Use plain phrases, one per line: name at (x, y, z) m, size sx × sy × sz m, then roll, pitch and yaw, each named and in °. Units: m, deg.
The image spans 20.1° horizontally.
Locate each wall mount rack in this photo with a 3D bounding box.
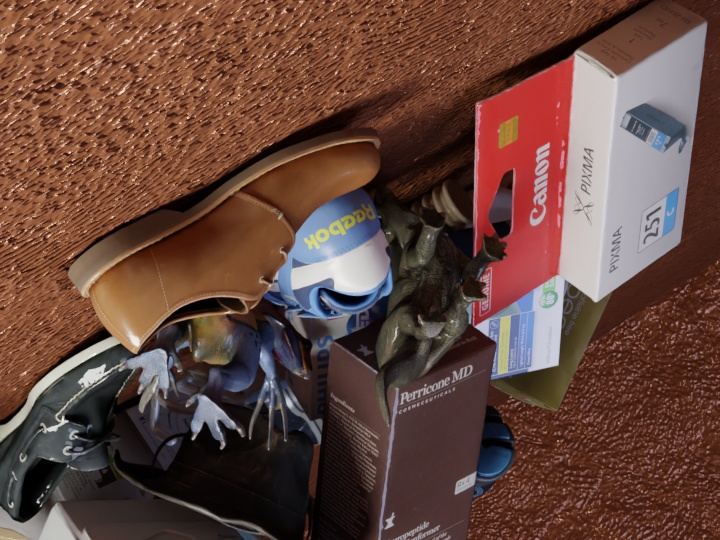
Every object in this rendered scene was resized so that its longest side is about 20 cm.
wall mount rack at (-0.057, 0.111, 1.539) m, size 0.199 × 0.173 × 0.075 m, roll -22°, pitch 123°, yaw -48°

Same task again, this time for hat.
hat at (-0.074, 0.138, 1.385) m, size 0.081 × 0.199 × 0.201 m, roll -62°, pitch 172°, yaw -6°

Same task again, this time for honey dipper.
honey dipper at (0.000, 0.000, 1.526) m, size 0.199 × 0.038 × 0.038 m, roll -35°, pitch 170°, yaw 24°

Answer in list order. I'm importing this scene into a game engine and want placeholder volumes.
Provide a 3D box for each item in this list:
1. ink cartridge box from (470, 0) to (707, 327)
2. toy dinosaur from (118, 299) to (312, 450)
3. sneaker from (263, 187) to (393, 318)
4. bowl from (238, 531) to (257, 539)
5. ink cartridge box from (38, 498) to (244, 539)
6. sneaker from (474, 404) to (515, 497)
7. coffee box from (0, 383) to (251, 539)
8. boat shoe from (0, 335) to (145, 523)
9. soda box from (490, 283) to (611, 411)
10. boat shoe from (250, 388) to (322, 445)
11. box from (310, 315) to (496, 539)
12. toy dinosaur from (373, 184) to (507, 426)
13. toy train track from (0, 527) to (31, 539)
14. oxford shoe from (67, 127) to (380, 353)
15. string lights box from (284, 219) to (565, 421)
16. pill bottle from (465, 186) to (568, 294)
ink cartridge box at (0.153, -0.062, 1.379) m, size 0.176 × 0.045 × 0.201 m, roll -32°, pitch 140°, yaw -29°
toy dinosaur at (-0.072, 0.043, 1.304) m, size 0.201 × 0.104 × 0.182 m, roll -66°, pitch 172°, yaw 32°
sneaker at (-0.026, -0.001, 1.308) m, size 0.074 × 0.083 × 0.200 m, roll -31°, pitch 173°, yaw -13°
bowl at (-0.155, 0.254, 1.619) m, size 0.200 × 0.106 × 0.201 m, roll -29°, pitch 174°, yaw -4°
ink cartridge box at (-0.161, 0.281, 1.438) m, size 0.144 × 0.145 × 0.201 m, roll 3°, pitch 120°, yaw -42°
sneaker at (0.039, 0.089, 1.562) m, size 0.073 × 0.201 × 0.082 m, roll -24°, pitch 162°, yaw -24°
coffee box at (-0.183, 0.160, 1.600) m, size 0.199 × 0.080 × 0.113 m, roll -23°, pitch 168°, yaw -42°
boat shoe at (-0.195, 0.109, 1.361) m, size 0.199 × 0.066 × 0.074 m, roll -40°, pitch 166°, yaw 34°
soda box at (0.167, 0.011, 1.686) m, size 0.201 × 0.064 × 0.068 m, roll -65°, pitch -163°, yaw -5°
boat shoe at (-0.072, 0.119, 1.784) m, size 0.062 × 0.075 × 0.200 m, roll -27°, pitch 165°, yaw 2°
box at (0.028, 0.132, 1.429) m, size 0.100 × 0.075 × 0.202 m, roll -21°, pitch 128°, yaw -37°
toy dinosaur at (0.042, 0.026, 1.330) m, size 0.076 × 0.202 × 0.102 m, roll 13°, pitch 146°, yaw -15°
toy train track at (-0.272, 0.151, 1.357) m, size 0.114 × 0.033 × 0.200 m, roll 11°, pitch 161°, yaw -8°
oxford shoe at (-0.064, -0.016, 1.156) m, size 0.199 × 0.072 × 0.071 m, roll -31°, pitch 169°, yaw -18°
string lights box at (0.046, 0.033, 1.473) m, size 0.198 × 0.059 × 0.104 m, roll -12°, pitch 124°, yaw -18°
pill bottle at (0.071, 0.027, 1.640) m, size 0.115 × 0.116 × 0.200 m, roll -24°, pitch 166°, yaw -40°
